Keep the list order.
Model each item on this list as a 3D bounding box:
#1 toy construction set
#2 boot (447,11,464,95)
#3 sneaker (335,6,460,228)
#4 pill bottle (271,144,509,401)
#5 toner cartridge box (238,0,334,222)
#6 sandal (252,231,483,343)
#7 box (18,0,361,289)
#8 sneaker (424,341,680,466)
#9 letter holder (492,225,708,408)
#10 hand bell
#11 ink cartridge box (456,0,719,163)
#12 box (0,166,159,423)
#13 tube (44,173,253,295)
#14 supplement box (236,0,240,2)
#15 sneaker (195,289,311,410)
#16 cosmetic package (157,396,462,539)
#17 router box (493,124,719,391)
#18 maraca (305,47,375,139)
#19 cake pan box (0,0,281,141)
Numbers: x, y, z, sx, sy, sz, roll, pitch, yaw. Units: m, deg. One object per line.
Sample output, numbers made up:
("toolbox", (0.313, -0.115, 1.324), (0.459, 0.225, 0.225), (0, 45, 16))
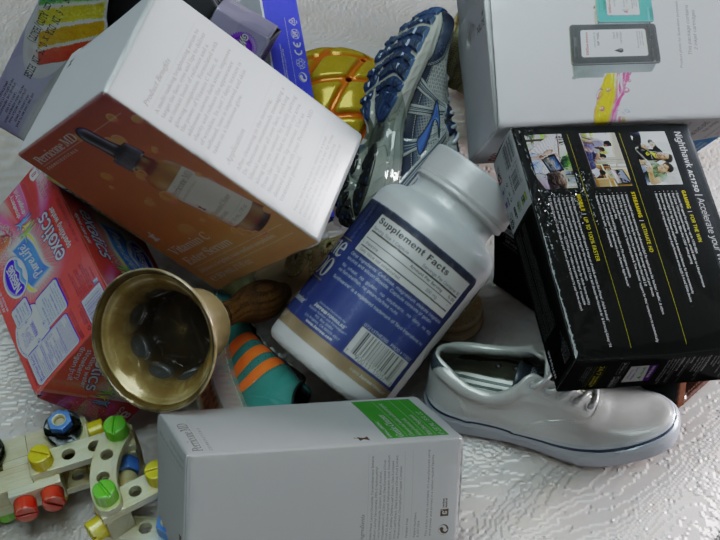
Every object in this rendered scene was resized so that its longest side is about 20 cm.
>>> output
("toy construction set", (-0.235, 0.169, 1.271), (0.199, 0.092, 0.131), (-7, 47, -16))
("boot", (0.164, -0.210, 1.477), (0.155, 0.073, 0.200), (34, 81, -1))
("sneaker", (0.045, -0.120, 1.424), (0.077, 0.085, 0.200), (13, 83, 63))
("pill bottle", (0.031, 0.004, 1.323), (0.111, 0.111, 0.200), (38, 88, 33))
("toner cartridge box", (-0.082, -0.127, 1.451), (0.043, 0.095, 0.201), (-1, 76, -42))
("sandal", (0.002, -0.004, 1.410), (0.211, 0.070, 0.078), (16, 51, 20))
("box", (-0.130, -0.096, 1.300), (0.200, 0.152, 0.107), (35, 58, -22))
("sneaker", (0.145, 0.099, 1.301), (0.199, 0.071, 0.073), (6, 48, 11))
("letter holder", (0.227, -0.010, 1.374), (0.142, 0.101, 0.200), (-35, 53, -26))
("hand bell", (-0.106, 0.035, 1.294), (0.104, 0.104, 0.200), (18, 16, 21))
("ink cartridge box", (0.187, -0.173, 1.363), (0.199, 0.147, 0.146), (-3, 83, -5))
("box", (-0.225, 0.017, 1.368), (0.103, 0.095, 0.200), (-47, 46, 13))
("tube", (-0.163, -0.044, 1.389), (0.052, 0.200, 0.058), (-19, 40, 55))
("supplement box", (-0.162, -0.163, 1.547), (0.200, 0.109, 0.061), (-38, 55, -25))
("sneaker", (-0.084, 0.091, 1.342), (0.080, 0.071, 0.200), (3, 39, -18))
("cosmetic package", (-0.039, 0.148, 1.210), (0.199, 0.085, 0.108), (-1, 13, -19))
("router box", (0.193, -0.013, 1.248), (0.149, 0.051, 0.200), (-2, 59, -16))
("maraca", (-0.004, -0.120, 1.495), (0.137, 0.107, 0.200), (-27, 62, -22))
("cake pan box", (-0.189, -0.167, 1.409), (0.184, 0.200, 0.052), (31, 21, -6))
